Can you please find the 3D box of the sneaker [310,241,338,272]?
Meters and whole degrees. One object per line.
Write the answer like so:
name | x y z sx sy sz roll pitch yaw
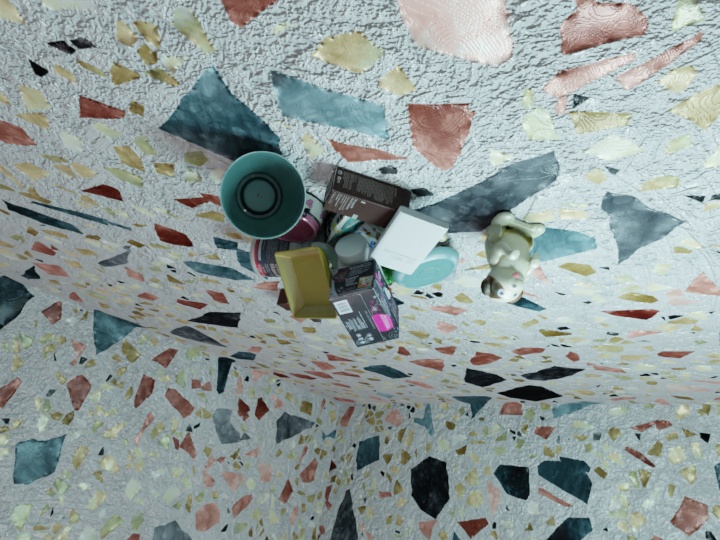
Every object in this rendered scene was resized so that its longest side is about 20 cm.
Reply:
sneaker | -0.102 0.010 1.505 0.073 0.119 0.201 6 150 22

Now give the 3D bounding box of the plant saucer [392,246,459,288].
plant saucer | 0.189 0.000 1.476 0.198 0.028 0.201 -13 152 -7

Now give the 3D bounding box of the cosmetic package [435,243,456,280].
cosmetic package | 0.184 -0.029 1.567 0.149 0.052 0.200 -2 153 32

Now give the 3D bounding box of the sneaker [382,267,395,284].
sneaker | 0.080 0.022 1.604 0.074 0.084 0.200 38 172 -15

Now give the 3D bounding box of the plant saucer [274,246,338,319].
plant saucer | -0.138 0.031 1.439 0.199 0.202 0.048 -4 -165 46

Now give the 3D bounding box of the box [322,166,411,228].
box | 0.015 -0.174 1.293 0.198 0.076 0.100 14 155 -13

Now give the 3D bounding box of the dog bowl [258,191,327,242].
dog bowl | -0.194 -0.147 1.435 0.198 0.075 0.201 9 155 4

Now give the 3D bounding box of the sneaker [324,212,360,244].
sneaker | -0.048 -0.121 1.438 0.079 0.078 0.200 11 157 -24

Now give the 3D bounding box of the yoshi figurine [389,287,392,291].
yoshi figurine | 0.007 0.080 1.795 0.198 0.114 0.112 15 156 -18

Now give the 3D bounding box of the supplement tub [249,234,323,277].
supplement tub | -0.220 -0.049 1.577 0.198 0.142 0.141 1 154 21

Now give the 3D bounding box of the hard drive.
hard drive | 0.115 -0.071 1.316 0.131 0.027 0.200 18 140 -15

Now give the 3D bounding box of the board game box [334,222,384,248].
board game box | 0.017 -0.068 1.515 0.126 0.035 0.200 42 148 -10

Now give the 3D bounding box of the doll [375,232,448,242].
doll | 0.141 -0.083 1.399 0.198 0.049 0.137 -9 132 -8

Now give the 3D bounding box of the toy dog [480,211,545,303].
toy dog | 0.365 -0.019 1.328 0.138 0.202 0.193 22 153 -23

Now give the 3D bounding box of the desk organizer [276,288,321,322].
desk organizer | -0.238 0.141 2.089 0.076 0.072 0.200 -5 152 35

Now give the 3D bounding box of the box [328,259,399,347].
box | 0.013 0.090 1.394 0.131 0.115 0.201 -14 129 17

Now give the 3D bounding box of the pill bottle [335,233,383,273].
pill bottle | 0.000 0.000 1.472 0.118 0.120 0.201 0 135 23

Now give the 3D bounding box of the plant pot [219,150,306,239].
plant pot | -0.241 -0.182 1.271 0.198 0.202 0.134 18 -178 -17
